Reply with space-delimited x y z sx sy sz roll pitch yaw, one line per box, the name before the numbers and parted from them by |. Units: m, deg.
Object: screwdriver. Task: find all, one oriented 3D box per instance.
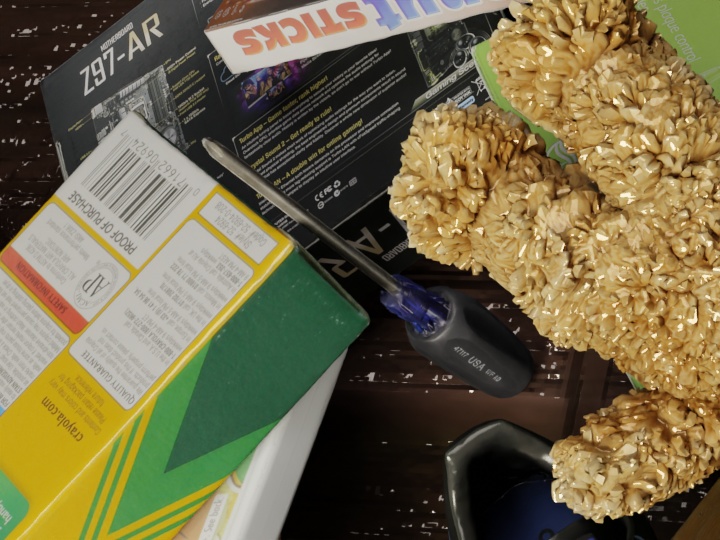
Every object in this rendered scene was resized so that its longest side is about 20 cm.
screwdriver | 0.000 0.000 0.945 0.029 0.200 0.028 -14 60 34

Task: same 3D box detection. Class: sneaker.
sneaker | 0.084 0.128 0.853 0.070 0.078 0.200 -37 51 -4

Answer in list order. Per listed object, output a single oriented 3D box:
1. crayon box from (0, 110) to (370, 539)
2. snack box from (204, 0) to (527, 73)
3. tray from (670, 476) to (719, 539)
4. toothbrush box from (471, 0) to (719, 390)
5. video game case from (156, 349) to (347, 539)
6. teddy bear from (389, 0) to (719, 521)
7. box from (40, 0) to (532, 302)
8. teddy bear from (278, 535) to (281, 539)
crayon box | -0.105 0.052 0.954 0.200 0.052 0.126 -47 38 -4
snack box | 0.040 -0.116 0.966 0.200 0.024 0.072 -11 36 36
tray | 0.120 0.142 0.901 0.099 0.037 0.200 30 74 35
toothbrush box | 0.160 -0.047 0.936 0.200 0.146 0.086 -26 43 6
video game case | -0.108 0.106 0.967 0.182 0.023 0.200 -4 55 39
teddy bear | 0.100 0.002 0.814 0.145 0.067 0.200 -33 80 7
box | -0.023 -0.062 1.055 0.200 0.044 0.160 -36 49 21
teddy bear | -0.078 0.178 0.950 0.145 0.067 0.200 29 78 46
